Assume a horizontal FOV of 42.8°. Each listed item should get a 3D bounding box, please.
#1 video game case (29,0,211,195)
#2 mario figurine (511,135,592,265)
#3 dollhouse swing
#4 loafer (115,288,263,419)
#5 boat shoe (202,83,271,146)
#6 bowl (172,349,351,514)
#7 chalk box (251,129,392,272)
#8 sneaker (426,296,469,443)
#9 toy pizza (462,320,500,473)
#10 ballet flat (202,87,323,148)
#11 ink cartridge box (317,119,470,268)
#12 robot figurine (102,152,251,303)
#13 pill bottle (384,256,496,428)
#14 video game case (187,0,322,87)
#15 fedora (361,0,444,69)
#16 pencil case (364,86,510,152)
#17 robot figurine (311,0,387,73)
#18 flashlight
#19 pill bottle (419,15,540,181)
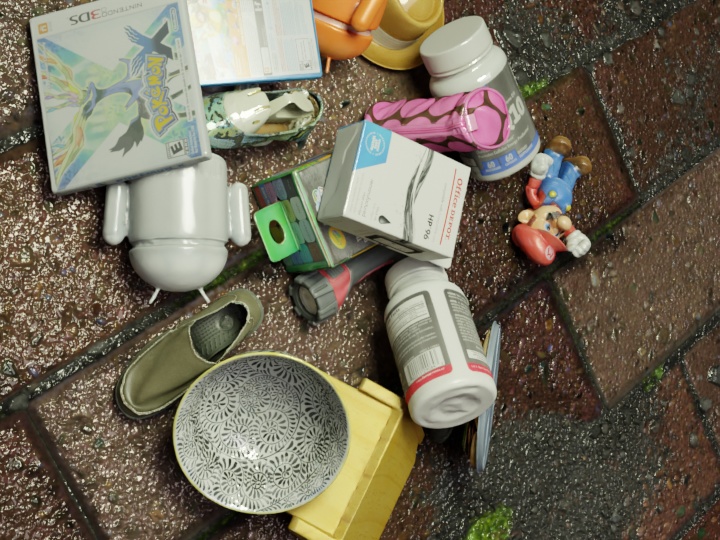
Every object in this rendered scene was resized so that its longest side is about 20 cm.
[{"bbox_3d":[-0.263,-0.199,1.000,0.179,0.022,0.204,-12,82,8],"label":"video game case"},{"bbox_3d":[0.296,-0.098,1.354,0.121,0.106,0.203,18,65,7],"label":"mario figurine"},{"bbox_3d":[-0.047,0.239,1.166,0.202,0.173,0.182,-62,156,-20],"label":"dollhouse swing"},{"bbox_3d":[-0.197,0.090,1.040,0.200,0.070,0.075,-42,89,-8],"label":"loafer"},{"bbox_3d":[-0.177,-0.217,1.105,0.200,0.064,0.075,33,71,-25],"label":"boat shoe"},{"bbox_3d":[-0.110,0.166,1.051,0.197,0.094,0.204,-1,111,-4],"label":"bowl"},{"bbox_3d":[-0.046,-0.076,1.141,0.198,0.123,0.126,-27,101,-29],"label":"chalk box"},{"bbox_3d":[0.091,0.128,1.242,0.087,0.074,0.204,10,75,-20],"label":"sneaker"},{"bbox_3d":[0.161,0.168,1.235,0.031,0.200,0.204,6,80,12],"label":"toy pizza"},{"bbox_3d":[-0.114,-0.185,1.063,0.199,0.073,0.076,-20,97,-53],"label":"ballet flat"},{"bbox_3d":[0.058,-0.085,1.092,0.197,0.067,0.118,19,78,-29],"label":"ink cartridge box"},{"bbox_3d":[-0.208,-0.064,1.046,0.166,0.113,0.204,-1,86,-15],"label":"robot figurine"},{"bbox_3d":[0.091,0.083,1.147,0.109,0.111,0.202,9,49,-30],"label":"pill bottle"},{"bbox_3d":[-0.147,-0.289,1.066,0.197,0.018,0.146,-9,92,-24],"label":"video game case"},{"bbox_3d":[0.051,-0.377,1.244,0.198,0.081,0.205,3,84,-31],"label":"fedora"},{"bbox_3d":[0.091,-0.186,1.187,0.093,0.198,0.093,-4,92,-45],"label":"pencil case"},{"bbox_3d":[-0.020,-0.352,1.146,0.116,0.142,0.203,-26,141,-63],"label":"robot figurine"},{"bbox_3d":[0.000,0.000,1.200,0.198,0.067,0.069,-29,106,-35],"label":"flashlight"},{"bbox_3d":[0.162,-0.234,1.258,0.114,0.113,0.201,-47,124,-25],"label":"pill bottle"}]
